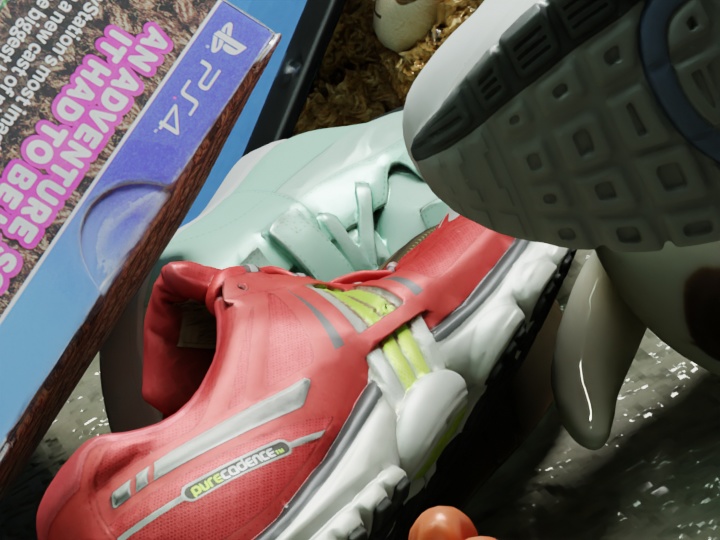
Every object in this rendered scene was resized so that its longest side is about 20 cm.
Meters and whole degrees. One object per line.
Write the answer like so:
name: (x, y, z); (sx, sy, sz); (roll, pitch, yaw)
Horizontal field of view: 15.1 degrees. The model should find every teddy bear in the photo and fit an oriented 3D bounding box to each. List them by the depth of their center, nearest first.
teddy bear: (-0.005, -0.092, 0.990); (0.145, 0.067, 0.200); (-34, 26, -12)

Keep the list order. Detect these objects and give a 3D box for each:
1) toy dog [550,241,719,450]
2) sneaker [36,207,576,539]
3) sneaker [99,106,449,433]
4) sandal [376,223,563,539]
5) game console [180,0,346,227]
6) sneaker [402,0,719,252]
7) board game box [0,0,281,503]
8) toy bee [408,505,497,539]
toy dog: (0.131, -0.016, 0.647); (0.194, 0.140, 0.200); (-35, 26, 1)
sneaker: (-0.009, 0.018, 0.660); (0.200, 0.085, 0.077); (-48, -12, -50)
sneaker: (0.000, 0.000, 0.798); (0.118, 0.074, 0.201); (-21, 23, 25)
sandal: (-0.018, 0.055, 0.719); (0.055, 0.082, 0.200); (-29, 13, 48)
game console: (-0.106, -0.096, 0.946); (0.201, 0.175, 0.116); (-68, 11, -11)
sneaker: (0.086, -0.071, 0.591); (0.200, 0.075, 0.087); (-34, 32, -22)
board game box: (-0.151, -0.036, 0.700); (0.160, 0.200, 0.097); (-59, 2, -35)
toy bee: (0.016, 0.106, 0.552); (0.131, 0.109, 0.200); (2, 37, 47)
